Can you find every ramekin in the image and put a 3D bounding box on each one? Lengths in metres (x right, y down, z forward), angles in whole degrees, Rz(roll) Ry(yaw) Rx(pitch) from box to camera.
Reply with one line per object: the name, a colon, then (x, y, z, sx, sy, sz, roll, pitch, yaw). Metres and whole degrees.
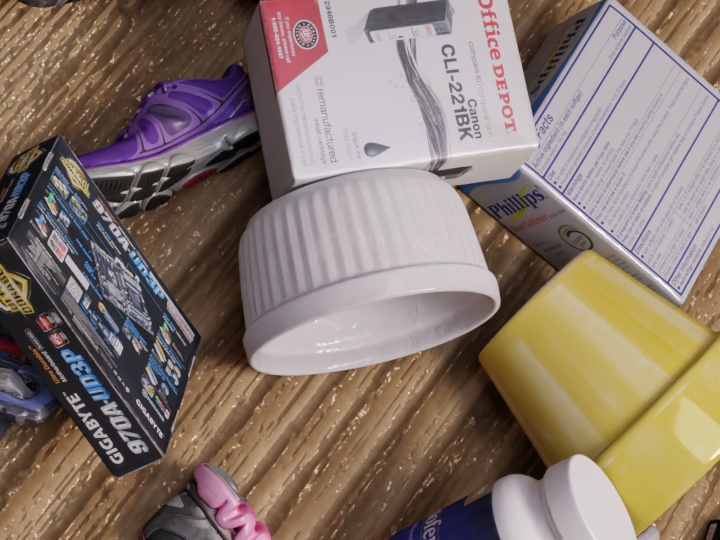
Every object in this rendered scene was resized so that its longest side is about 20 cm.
ramekin: (0.000, 0.000, 1.407, 0.199, 0.200, 0.106, -7, 74, -24)

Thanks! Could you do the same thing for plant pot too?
plant pot: (0.204, 0.094, 1.488, 0.189, 0.201, 0.201, 45, 65, 8)

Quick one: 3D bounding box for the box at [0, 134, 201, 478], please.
box: (-0.194, 0.024, 1.316, 0.201, 0.046, 0.159, 57, 20, -24)

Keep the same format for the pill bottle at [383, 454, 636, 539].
pill bottle: (0.102, 0.224, 1.392, 0.116, 0.199, 0.116, 47, 24, -29)

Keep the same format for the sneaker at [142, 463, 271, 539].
sneaker: (-0.091, 0.247, 1.392, 0.095, 0.079, 0.201, -36, 93, -6)

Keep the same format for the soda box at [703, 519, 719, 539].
soda box: (0.306, 0.312, 1.548, 0.070, 0.063, 0.201, 29, 70, -16)

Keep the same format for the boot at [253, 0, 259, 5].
boot: (0.017, -0.205, 1.515, 0.210, 0.079, 0.159, -21, 88, -26)

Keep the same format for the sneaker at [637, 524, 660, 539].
sneaker: (0.194, 0.299, 1.494, 0.199, 0.078, 0.113, -29, 91, -26)

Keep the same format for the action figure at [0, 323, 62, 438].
action figure: (-0.311, 0.106, 1.322, 0.199, 0.105, 0.194, 24, 62, 9)

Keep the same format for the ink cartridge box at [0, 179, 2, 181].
ink cartridge box: (-0.351, 0.011, 1.289, 0.196, 0.047, 0.201, 8, 48, -5)

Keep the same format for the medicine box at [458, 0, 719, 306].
medicine box: (0.217, -0.092, 1.568, 0.200, 0.103, 0.183, 38, 67, -12)

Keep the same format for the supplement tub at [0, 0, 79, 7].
supplement tub: (-0.204, -0.271, 1.408, 0.199, 0.122, 0.123, -17, 87, -26)

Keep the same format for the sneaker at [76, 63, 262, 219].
sneaker: (-0.157, -0.103, 1.434, 0.199, 0.081, 0.084, -27, 77, -35)

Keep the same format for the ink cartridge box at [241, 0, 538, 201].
ink cartridge box: (0.023, -0.138, 1.418, 0.199, 0.084, 0.145, -8, 79, -16)
